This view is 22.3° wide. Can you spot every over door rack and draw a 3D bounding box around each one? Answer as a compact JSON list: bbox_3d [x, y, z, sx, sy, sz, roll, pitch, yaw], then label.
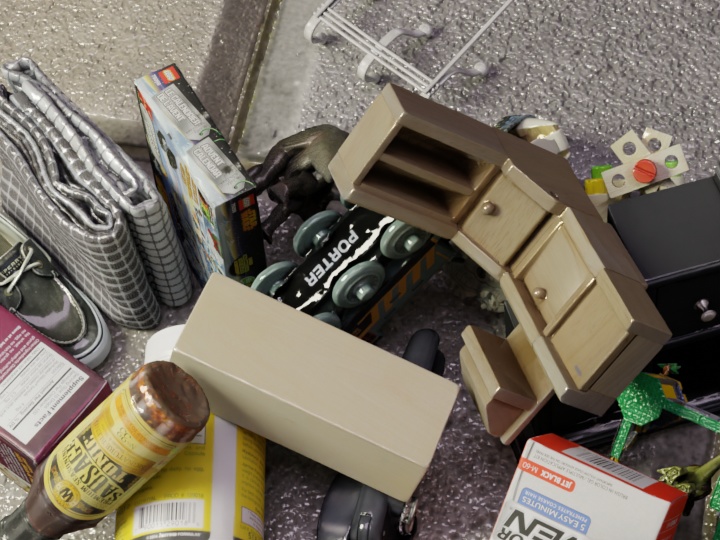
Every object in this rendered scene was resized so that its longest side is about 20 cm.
[{"bbox_3d":[0.067,-0.242,1.606,0.148,0.067,0.200,37,89,23],"label":"over door rack"}]

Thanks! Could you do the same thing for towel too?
[{"bbox_3d":[-0.229,-0.058,1.472,0.086,0.166,0.200,-39,64,-13],"label":"towel"}]

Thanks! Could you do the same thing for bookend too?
[{"bbox_3d":[0.198,0.034,1.356,0.198,0.200,0.092,-15,53,-5],"label":"bookend"}]

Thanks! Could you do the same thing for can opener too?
[{"bbox_3d":[0.026,0.130,1.395,0.078,0.063,0.201,14,61,13],"label":"can opener"}]

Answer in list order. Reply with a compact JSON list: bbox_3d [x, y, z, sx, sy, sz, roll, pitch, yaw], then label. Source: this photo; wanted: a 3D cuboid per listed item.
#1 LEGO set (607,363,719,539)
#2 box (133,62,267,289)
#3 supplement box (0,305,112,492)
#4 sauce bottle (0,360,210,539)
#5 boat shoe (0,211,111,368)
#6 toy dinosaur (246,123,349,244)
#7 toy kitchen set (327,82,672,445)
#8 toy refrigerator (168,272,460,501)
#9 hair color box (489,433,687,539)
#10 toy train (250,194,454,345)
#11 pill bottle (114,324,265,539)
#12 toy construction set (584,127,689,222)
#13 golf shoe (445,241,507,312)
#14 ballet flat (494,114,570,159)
[{"bbox_3d":[0.243,0.173,1.323,0.153,0.116,0.201,12,91,34],"label":"LEGO set"},{"bbox_3d":[-0.121,-0.049,1.436,0.040,0.200,0.137,-27,61,-14],"label":"box"},{"bbox_3d":[-0.284,0.089,1.418,0.200,0.111,0.086,32,67,21],"label":"supplement box"},{"bbox_3d":[-0.190,0.145,1.304,0.200,0.066,0.066,-45,57,25],"label":"sauce bottle"},{"bbox_3d":[-0.285,0.008,1.489,0.200,0.071,0.072,37,68,22],"label":"boat shoe"},{"bbox_3d":[-0.046,-0.082,1.444,0.077,0.200,0.102,46,67,6],"label":"toy dinosaur"},{"bbox_3d":[0.072,0.015,1.275,0.180,0.163,0.200,20,30,-34],"label":"toy kitchen set"},{"bbox_3d":[-0.037,0.087,1.329,0.199,0.070,0.076,24,56,0],"label":"toy refrigerator"},{"bbox_3d":[0.137,0.228,1.267,0.111,0.064,0.201,22,98,21],"label":"hair color box"},{"bbox_3d":[0.000,0.000,1.412,0.200,0.114,0.085,-47,60,11],"label":"toy train"},{"bbox_3d":[-0.126,0.146,1.370,0.111,0.111,0.201,-2,59,3],"label":"pill bottle"},{"bbox_3d":[0.208,-0.050,1.425,0.130,0.200,0.093,-2,82,13],"label":"toy construction set"},{"bbox_3d":[0.079,-0.048,1.508,0.097,0.078,0.200,-30,62,-37],"label":"golf shoe"},{"bbox_3d":[0.134,-0.089,1.462,0.074,0.075,0.200,14,22,13],"label":"ballet flat"}]
